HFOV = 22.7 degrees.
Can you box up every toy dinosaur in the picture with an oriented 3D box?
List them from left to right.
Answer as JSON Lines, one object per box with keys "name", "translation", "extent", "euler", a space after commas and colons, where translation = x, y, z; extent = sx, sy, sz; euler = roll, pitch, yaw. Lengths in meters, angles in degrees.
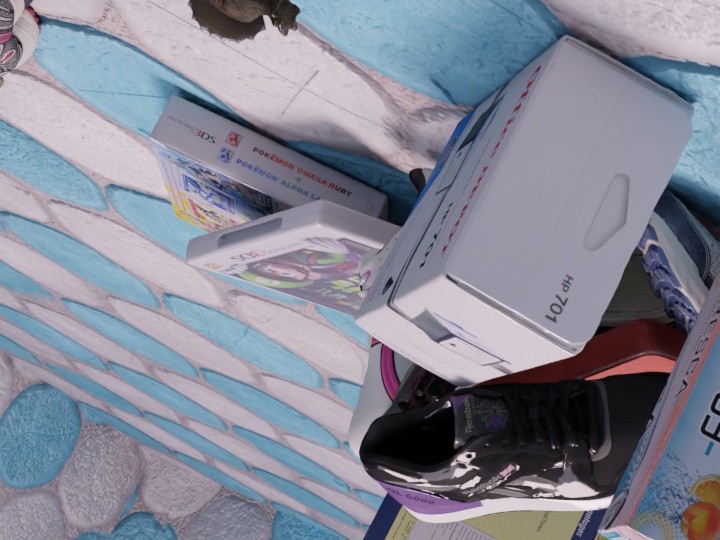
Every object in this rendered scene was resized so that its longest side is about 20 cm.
{"name": "toy dinosaur", "translation": [-0.079, -0.171, 0.917], "extent": [0.102, 0.077, 0.200], "euler": [9, 160, 37]}

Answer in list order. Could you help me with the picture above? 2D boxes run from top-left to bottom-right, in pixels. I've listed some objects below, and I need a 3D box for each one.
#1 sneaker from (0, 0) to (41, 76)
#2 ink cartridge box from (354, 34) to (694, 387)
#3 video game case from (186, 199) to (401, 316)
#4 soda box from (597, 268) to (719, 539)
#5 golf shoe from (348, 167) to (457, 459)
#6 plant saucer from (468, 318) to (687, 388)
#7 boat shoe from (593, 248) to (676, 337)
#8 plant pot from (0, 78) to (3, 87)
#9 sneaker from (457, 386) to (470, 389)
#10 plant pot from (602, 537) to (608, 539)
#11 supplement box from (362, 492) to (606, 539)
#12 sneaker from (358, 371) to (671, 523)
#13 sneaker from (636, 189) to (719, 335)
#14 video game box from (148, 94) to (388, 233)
{"name": "sneaker", "translation": [-0.283, -0.177, 1.301], "extent": [0.080, 0.075, 0.200], "euler": [29, 167, -3]}
{"name": "ink cartridge box", "translation": [0.083, -0.025, 0.975], "extent": [0.086, 0.147, 0.200], "euler": [30, 166, -6]}
{"name": "video game case", "translation": [0.000, 0.000, 1.321], "extent": [0.199, 0.023, 0.181], "euler": [18, 162, -32]}
{"name": "soda box", "translation": [0.199, 0.062, 0.946], "extent": [0.063, 0.201, 0.068], "euler": [28, 168, 0]}
{"name": "golf shoe", "translation": [0.034, 0.029, 1.155], "extent": [0.092, 0.201, 0.073], "euler": [21, 169, 25]}
{"name": "plant saucer", "translation": [0.178, 0.087, 1.168], "extent": [0.199, 0.037, 0.200], "euler": [18, 149, -37]}
{"name": "boat shoe", "translation": [0.143, 0.021, 1.179], "extent": [0.199, 0.075, 0.066], "euler": [-2, 147, 40]}
{"name": "plant pot", "translation": [-0.452, -0.158, 1.488], "extent": [0.199, 0.178, 0.200], "euler": [24, 167, 18]}
{"name": "sneaker", "translation": [0.093, 0.128, 1.666], "extent": [0.115, 0.075, 0.199], "euler": [40, 159, -30]}
{"name": "plant pot", "translation": [0.264, 0.396, 2.088], "extent": [0.199, 0.182, 0.199], "euler": [26, 167, 6]}
{"name": "supplement box", "translation": [0.132, 0.249, 1.768], "extent": [0.199, 0.201, 0.134], "euler": [26, 167, 13]}
{"name": "sneaker", "translation": [0.095, 0.099, 1.044], "extent": [0.199, 0.076, 0.088], "euler": [-18, 150, 22]}
{"name": "sneaker", "translation": [0.236, 0.026, 1.033], "extent": [0.200, 0.085, 0.077], "euler": [51, 177, -2]}
{"name": "video game box", "translation": [-0.067, -0.050, 1.400], "extent": [0.181, 0.047, 0.200], "euler": [23, 166, 6]}
